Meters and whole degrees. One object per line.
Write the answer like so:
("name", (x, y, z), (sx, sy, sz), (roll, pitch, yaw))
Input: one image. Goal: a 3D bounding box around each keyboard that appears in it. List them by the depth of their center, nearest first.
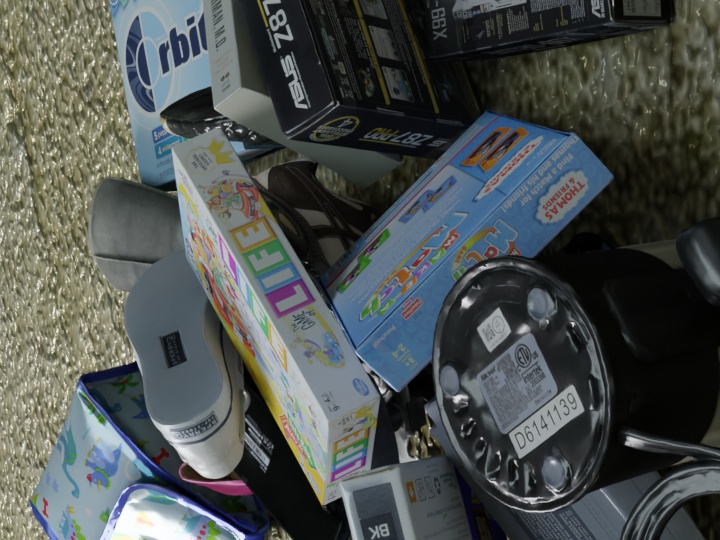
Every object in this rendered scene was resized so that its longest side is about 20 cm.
("keyboard", (-0.058, 0.112, 1.035), (0.200, 0.040, 0.104), (44, 130, 33))

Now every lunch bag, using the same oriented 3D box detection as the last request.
("lunch bag", (-0.171, 0.200, 1.223), (0.200, 0.127, 0.170), (46, 129, 22))

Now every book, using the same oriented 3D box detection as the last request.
("book", (-0.046, -0.161, 0.921), (0.048, 0.134, 0.200), (-31, 53, 32))

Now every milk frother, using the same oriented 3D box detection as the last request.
("milk frother", (0.167, 0.074, 0.676), (0.180, 0.188, 0.200), (-22, 79, 53))

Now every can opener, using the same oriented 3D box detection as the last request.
("can opener", (0.016, 0.156, 0.969), (0.053, 0.067, 0.200), (10, 115, 47))

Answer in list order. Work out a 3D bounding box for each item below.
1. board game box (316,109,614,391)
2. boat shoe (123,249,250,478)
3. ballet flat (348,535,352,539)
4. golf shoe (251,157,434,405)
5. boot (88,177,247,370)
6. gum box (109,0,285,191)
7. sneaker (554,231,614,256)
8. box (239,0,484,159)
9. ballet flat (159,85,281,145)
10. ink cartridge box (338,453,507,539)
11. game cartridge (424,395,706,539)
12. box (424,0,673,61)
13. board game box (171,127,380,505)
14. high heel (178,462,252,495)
("board game box", (0.048, -0.019, 0.801), (0.037, 0.151, 0.200), (45, -178, -11))
("boat shoe", (-0.107, 0.068, 0.990), (0.202, 0.075, 0.086), (-114, 1, -55))
("ballet flat", (0.003, 0.249, 1.048), (0.072, 0.068, 0.200), (-21, 75, 34))
("golf shoe", (0.000, 0.000, 0.989), (0.200, 0.094, 0.078), (46, 149, 4))
("boot", (-0.139, 0.016, 1.153), (0.200, 0.073, 0.182), (2, 97, 41))
("gum box", (-0.136, -0.176, 1.162), (0.170, 0.045, 0.200), (-14, 84, 54))
("sneaker", (0.098, 0.014, 0.866), (0.200, 0.073, 0.112), (37, 122, 34))
("box", (-0.010, -0.171, 0.892), (0.049, 0.161, 0.200), (-30, 72, 35))
("ballet flat", (-0.065, -0.101, 1.029), (0.200, 0.066, 0.057), (7, 129, 36))
("ink cartridge box", (0.058, 0.208, 0.855), (0.043, 0.198, 0.200), (-18, 81, 17))
("game cartridge", (0.123, 0.134, 0.802), (0.200, 0.041, 0.133), (53, 158, 4))
("box", (0.096, -0.228, 0.833), (0.158, 0.050, 0.200), (-2, 94, 54))
("board game box", (-0.053, 0.029, 0.885), (0.200, 0.034, 0.135), (58, 163, 24))
("high heel", (-0.050, 0.124, 1.056), (0.200, 0.096, 0.067), (-19, 81, 53))
